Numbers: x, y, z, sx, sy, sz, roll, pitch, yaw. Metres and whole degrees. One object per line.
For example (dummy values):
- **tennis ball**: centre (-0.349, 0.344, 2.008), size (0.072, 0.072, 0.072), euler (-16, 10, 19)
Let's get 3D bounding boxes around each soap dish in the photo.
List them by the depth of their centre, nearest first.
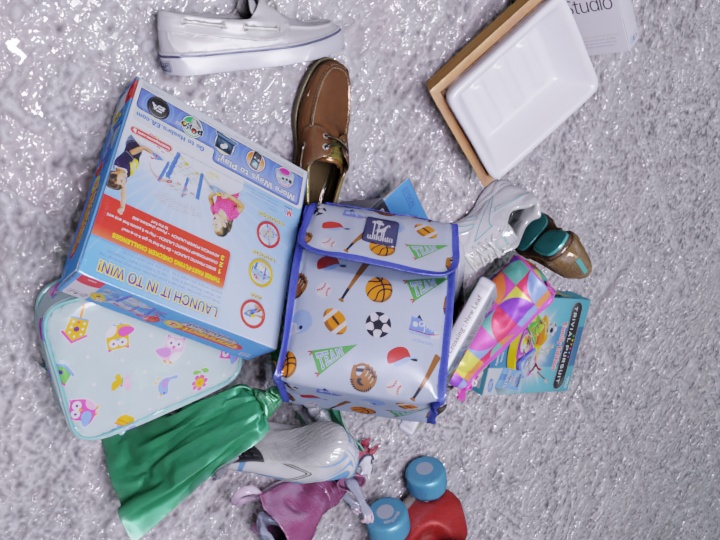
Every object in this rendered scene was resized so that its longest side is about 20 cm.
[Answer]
- **soap dish**: centre (0.186, -0.231, 0.893), size (0.199, 0.081, 0.158), euler (-41, 125, -1)

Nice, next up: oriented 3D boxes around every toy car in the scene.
- **toy car**: centre (0.128, 0.399, 0.988), size (0.176, 0.197, 0.188), euler (-34, 126, -38)

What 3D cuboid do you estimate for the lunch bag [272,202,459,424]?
- **lunch bag**: centre (0.010, 0.032, 0.715), size (0.166, 0.124, 0.204), euler (9, 67, 1)

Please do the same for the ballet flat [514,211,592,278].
- **ballet flat**: centre (0.255, -0.029, 0.956), size (0.072, 0.200, 0.068), euler (42, 94, -13)

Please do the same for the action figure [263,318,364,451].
- **action figure**: centre (-0.075, 0.123, 0.831), size (0.054, 0.117, 0.203), euler (-37, 114, -36)

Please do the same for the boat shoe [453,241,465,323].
- **boat shoe**: centre (0.093, 0.043, 0.865), size (0.067, 0.073, 0.203), euler (-21, 129, -43)

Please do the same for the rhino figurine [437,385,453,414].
- **rhino figurine**: centre (0.063, 0.156, 0.966), size (0.199, 0.059, 0.089), euler (32, 77, -41)

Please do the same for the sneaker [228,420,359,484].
- **sneaker**: centre (-0.094, 0.202, 0.797), size (0.073, 0.196, 0.073), euler (-67, 147, -42)

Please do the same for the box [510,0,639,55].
- **box**: centre (0.245, -0.356, 0.875), size (0.036, 0.143, 0.202), euler (-48, 126, -29)

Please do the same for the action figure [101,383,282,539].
- **action figure**: centre (-0.165, 0.179, 0.753), size (0.197, 0.119, 0.055), euler (-30, 154, -2)

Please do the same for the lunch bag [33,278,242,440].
- **lunch bag**: centre (-0.221, 0.072, 0.725), size (0.197, 0.077, 0.164), euler (-19, 116, -30)

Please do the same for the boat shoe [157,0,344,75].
- **boat shoe**: centre (-0.105, -0.240, 0.714), size (0.196, 0.072, 0.067), euler (-14, 118, -22)

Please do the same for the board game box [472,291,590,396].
- **board game box**: centre (0.257, 0.108, 1.097), size (0.197, 0.047, 0.155), euler (4, 103, -36)

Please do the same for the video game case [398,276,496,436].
- **video game case**: centre (0.108, 0.099, 0.847), size (0.185, 0.022, 0.200), euler (-61, 168, 1)

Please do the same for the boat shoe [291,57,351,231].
- **boat shoe**: centre (-0.038, -0.130, 0.795), size (0.071, 0.068, 0.205), euler (3, 103, -35)

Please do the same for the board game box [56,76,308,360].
- **board game box**: centre (-0.155, -0.044, 0.678), size (0.198, 0.055, 0.200), euler (26, 59, -32)

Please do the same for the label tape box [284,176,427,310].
- **label tape box**: centre (0.000, 0.000, 0.867), size (0.200, 0.063, 0.146), euler (-43, 126, -18)

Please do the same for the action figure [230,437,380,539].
- **action figure**: centre (-0.055, 0.280, 0.921), size (0.149, 0.134, 0.200), euler (43, 60, 6)

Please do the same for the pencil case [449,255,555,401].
- **pencil case**: centre (0.177, 0.076, 0.977), size (0.088, 0.089, 0.201), euler (31, 104, -37)

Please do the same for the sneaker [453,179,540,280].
- **sneaker**: centre (0.161, -0.041, 0.960), size (0.201, 0.080, 0.071), euler (-48, 128, -11)
